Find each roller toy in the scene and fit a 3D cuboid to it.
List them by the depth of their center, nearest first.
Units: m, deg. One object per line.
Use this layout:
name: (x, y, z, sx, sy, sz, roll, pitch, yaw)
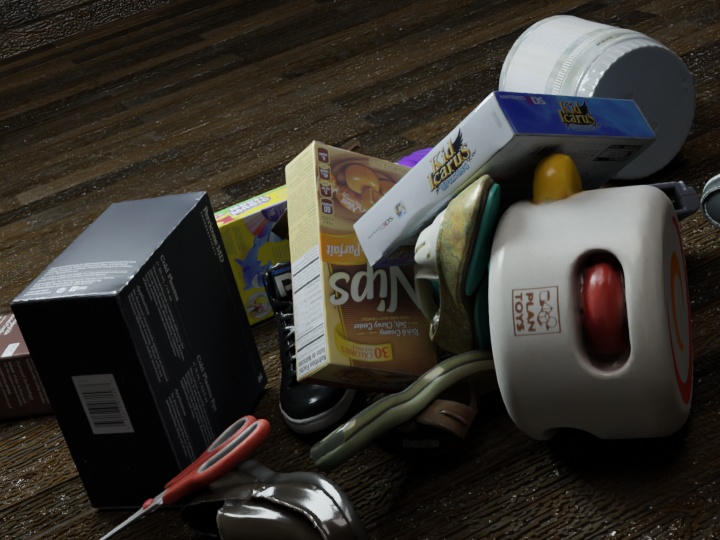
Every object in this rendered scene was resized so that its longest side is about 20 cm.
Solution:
roller toy: (0.170, 0.032, 0.897, 0.137, 0.202, 0.184, -5, 39, 21)

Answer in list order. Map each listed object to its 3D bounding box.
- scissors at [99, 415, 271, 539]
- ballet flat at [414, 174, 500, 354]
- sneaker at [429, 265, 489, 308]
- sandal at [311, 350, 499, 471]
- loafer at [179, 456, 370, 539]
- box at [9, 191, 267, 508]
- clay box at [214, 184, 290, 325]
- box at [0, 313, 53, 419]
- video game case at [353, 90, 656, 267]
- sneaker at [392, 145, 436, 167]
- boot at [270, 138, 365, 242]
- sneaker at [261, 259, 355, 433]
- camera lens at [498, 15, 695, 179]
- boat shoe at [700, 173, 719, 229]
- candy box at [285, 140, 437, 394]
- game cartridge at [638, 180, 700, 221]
scissors: (-0.150, 0.172, 0.897, 0.199, 0.014, 0.073, -37, 13, -5)
ballet flat: (0.073, -0.001, 0.935, 0.069, 0.201, 0.072, -3, 52, 4)
sneaker: (0.066, 0.003, 1.153, 0.119, 0.085, 0.200, -12, 24, -17)
sandal: (0.046, 0.120, 0.926, 0.199, 0.058, 0.080, -23, -17, -39)
loafer: (-0.064, 0.189, 0.860, 0.071, 0.074, 0.199, -36, 22, -31)
box: (-0.178, 0.066, 1.014, 0.102, 0.203, 0.183, -5, 26, 21)
clay box: (-0.102, -0.014, 1.236, 0.198, 0.117, 0.048, -23, 25, -18)
box: (-0.314, 0.089, 1.197, 0.196, 0.076, 0.101, -8, 25, 11)
video game case: (0.120, -0.073, 0.983, 0.198, 0.046, 0.181, -5, -30, -45)
sneaker: (0.076, -0.092, 1.180, 0.098, 0.071, 0.200, -22, 13, -2)
boot: (-0.022, -0.064, 1.147, 0.074, 0.075, 0.201, -52, 4, 30)
sneaker: (-0.056, 0.053, 1.067, 0.072, 0.113, 0.201, -21, 22, 8)
camera lens: (0.262, -0.198, 1.353, 0.158, 0.162, 0.200, -22, 26, -15)
boat shoe: (0.393, -0.050, 1.074, 0.198, 0.077, 0.060, 7, 26, 40)
candy box: (0.000, 0.000, 1.026, 0.114, 0.203, 0.055, 11, -28, -32)
game cartridge: (0.209, -0.031, 1.067, 0.132, 0.041, 0.198, -29, -12, 38)
